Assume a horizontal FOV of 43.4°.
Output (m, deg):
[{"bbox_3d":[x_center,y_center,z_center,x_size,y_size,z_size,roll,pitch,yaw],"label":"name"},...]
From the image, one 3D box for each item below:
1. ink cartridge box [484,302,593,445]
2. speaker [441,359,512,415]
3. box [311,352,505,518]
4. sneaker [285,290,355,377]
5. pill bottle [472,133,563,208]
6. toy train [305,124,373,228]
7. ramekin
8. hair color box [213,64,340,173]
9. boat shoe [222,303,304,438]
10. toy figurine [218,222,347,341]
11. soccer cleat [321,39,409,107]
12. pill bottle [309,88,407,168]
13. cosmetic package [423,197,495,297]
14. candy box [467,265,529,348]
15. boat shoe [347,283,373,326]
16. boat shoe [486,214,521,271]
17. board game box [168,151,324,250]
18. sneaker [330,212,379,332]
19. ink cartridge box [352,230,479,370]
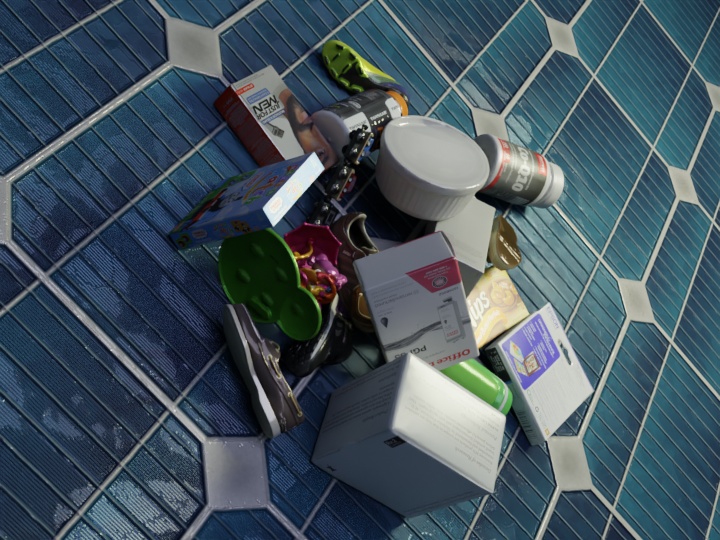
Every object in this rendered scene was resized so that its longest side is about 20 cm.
[{"bbox_3d":[0.334,0.187,1.679,0.200,0.043,0.199,-29,94,-44],"label":"ink cartridge box"},{"bbox_3d":[0.161,0.180,1.522,0.200,0.088,0.089,37,49,-19],"label":"speaker"},{"bbox_3d":[0.071,0.248,1.331,0.199,0.199,0.131,35,50,-21],"label":"box"},{"bbox_3d":[-0.046,0.112,1.370,0.088,0.075,0.200,52,27,-15],"label":"sneaker"},{"bbox_3d":[0.308,-0.195,1.822,0.199,0.114,0.115,13,60,-34],"label":"pill bottle"},{"bbox_3d":[-0.030,-0.149,1.505,0.046,0.034,0.201,26,91,-40],"label":"toy train"},{"bbox_3d":[0.117,-0.174,1.579,0.201,0.095,0.203,14,42,-12],"label":"ramekin"},{"bbox_3d":[-0.138,-0.232,1.512,0.201,0.064,0.111,54,45,-5],"label":"hair color box"},{"bbox_3d":[-0.140,0.137,1.299,0.059,0.072,0.201,-20,85,-24],"label":"boat shoe"},{"bbox_3d":[-0.085,-0.001,1.379,0.200,0.151,0.184,42,34,16],"label":"toy figurine"},{"bbox_3d":[0.008,-0.365,1.717,0.200,0.065,0.084,34,20,-15],"label":"soccer cleat"},{"bbox_3d":[0.002,-0.261,1.611,0.200,0.106,0.107,-33,90,-44],"label":"pill bottle"},{"bbox_3d":[0.169,-0.051,1.611,0.107,0.085,0.201,26,38,-4],"label":"cosmetic package"},{"bbox_3d":[0.211,0.072,1.641,0.199,0.055,0.116,-25,84,-44],"label":"candy box"},{"bbox_3d":[0.069,0.055,1.465,0.199,0.074,0.076,4,87,-43],"label":"boat shoe"},{"bbox_3d":[0.251,-0.041,1.682,0.072,0.065,0.200,48,20,-13],"label":"boat shoe"},{"bbox_3d":[-0.167,-0.101,1.322,0.037,0.199,0.152,60,42,-24],"label":"board game box"},{"bbox_3d":[0.000,0.000,1.491,0.070,0.075,0.201,-7,73,-41],"label":"sneaker"},{"bbox_3d":[0.088,0.060,1.369,0.083,0.146,0.201,-111,-178,-54],"label":"ink cartridge box"}]
